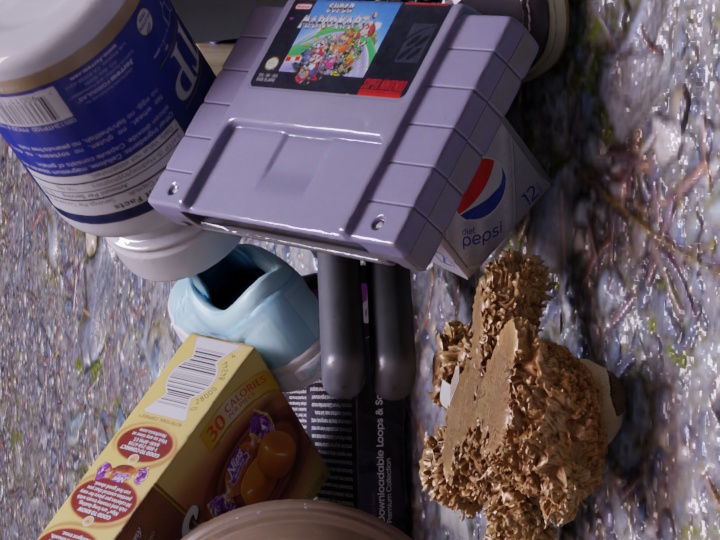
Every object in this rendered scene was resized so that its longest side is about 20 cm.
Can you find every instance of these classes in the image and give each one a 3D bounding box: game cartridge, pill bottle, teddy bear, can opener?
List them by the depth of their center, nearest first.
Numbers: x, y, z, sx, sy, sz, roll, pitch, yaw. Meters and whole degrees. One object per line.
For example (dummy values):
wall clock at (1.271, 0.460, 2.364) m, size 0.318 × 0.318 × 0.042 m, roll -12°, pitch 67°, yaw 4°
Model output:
teddy bear at (0.077, 0.069, 0.982) m, size 0.200 × 0.066 × 0.146 m, roll 120°, pitch 154°, yaw -64°
game cartridge at (-0.013, -0.073, 0.991) m, size 0.199 × 0.038 × 0.130 m, roll 10°, pitch 72°, yaw 49°
can opener at (0.000, 0.000, 1.119) m, size 0.067 × 0.053 × 0.201 m, roll 97°, pitch 173°, yaw -45°
pill bottle at (-0.138, -0.090, 1.127) m, size 0.200 × 0.119 × 0.120 m, roll 59°, pitch -174°, yaw -45°

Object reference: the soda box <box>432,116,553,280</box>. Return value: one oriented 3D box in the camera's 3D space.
soda box at (0.005, -0.065, 1.050) m, size 0.068 × 0.064 × 0.200 m, roll -47°, pitch 36°, yaw -10°

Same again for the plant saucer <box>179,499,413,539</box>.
plant saucer at (-0.033, 0.221, 1.066) m, size 0.029 × 0.198 × 0.202 m, roll -97°, pitch 10°, yaw -84°

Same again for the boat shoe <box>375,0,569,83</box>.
boat shoe at (0.036, -0.130, 1.047) m, size 0.200 × 0.064 × 0.073 m, roll 17°, pitch 114°, yaw 61°

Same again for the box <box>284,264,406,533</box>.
box at (-0.011, 0.101, 1.237) m, size 0.143 × 0.036 × 0.202 m, roll 172°, pitch 99°, yaw -70°

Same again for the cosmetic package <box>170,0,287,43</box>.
cosmetic package at (-0.093, -0.199, 1.217) m, size 0.091 × 0.198 × 0.107 m, roll 66°, pitch 152°, yaw 29°

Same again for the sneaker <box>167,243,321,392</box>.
sneaker at (-0.075, 0.010, 1.224) m, size 0.082 × 0.074 × 0.200 m, roll 57°, pitch 161°, yaw -22°

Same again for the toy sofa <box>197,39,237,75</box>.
toy sofa at (-0.080, -0.225, 1.352) m, size 0.098 × 0.082 × 0.202 m, roll 131°, pitch 135°, yaw -64°

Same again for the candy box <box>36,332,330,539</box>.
candy box at (-0.107, 0.149, 1.136) m, size 0.056 × 0.201 × 0.117 m, roll 8°, pitch 140°, yaw 37°
